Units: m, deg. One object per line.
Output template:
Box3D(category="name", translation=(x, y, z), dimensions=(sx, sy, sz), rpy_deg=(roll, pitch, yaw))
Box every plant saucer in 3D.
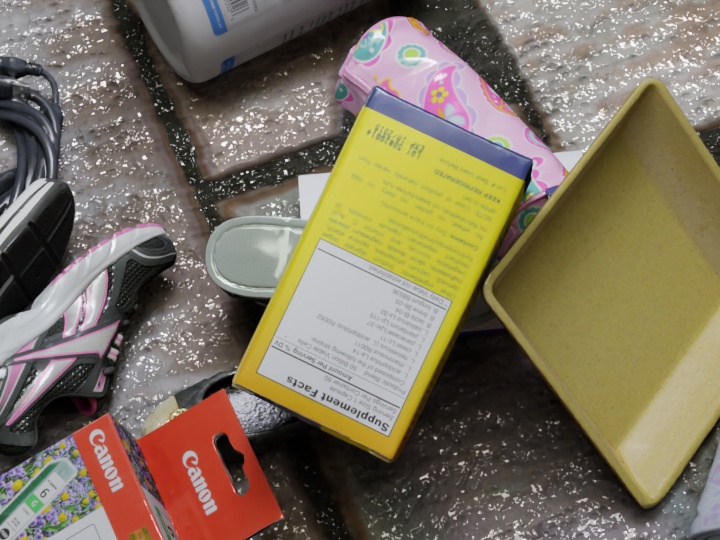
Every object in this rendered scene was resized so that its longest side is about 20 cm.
Box3D(category="plant saucer", translation=(0.171, 0.015, 1.374), dimensions=(0.048, 0.200, 0.200), rpy_deg=(-2, 42, 54))

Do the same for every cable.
Box3D(category="cable", translation=(-0.313, -0.081, 1.538), dimensions=(0.199, 0.051, 0.164), rpy_deg=(0, 61, 0))

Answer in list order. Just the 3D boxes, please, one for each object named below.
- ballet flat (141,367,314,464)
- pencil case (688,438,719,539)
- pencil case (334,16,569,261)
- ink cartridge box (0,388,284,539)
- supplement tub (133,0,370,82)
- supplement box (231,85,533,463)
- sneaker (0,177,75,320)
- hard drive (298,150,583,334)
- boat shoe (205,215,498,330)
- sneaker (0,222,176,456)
Box3D(category="ballet flat", translation=(-0.047, 0.077, 1.398), dimensions=(0.199, 0.057, 0.067), rpy_deg=(-16, 60, -5))
Box3D(category="pencil case", translation=(0.270, 0.107, 1.336), dimensions=(0.090, 0.083, 0.201), rpy_deg=(7, 55, 25))
Box3D(category="pencil case", translation=(0.065, -0.083, 1.449), dimensions=(0.087, 0.088, 0.200), rpy_deg=(-30, 59, -15))
Box3D(category="ink cartridge box", translation=(-0.159, 0.154, 1.334), dimensions=(0.199, 0.050, 0.109), rpy_deg=(-30, 58, 2))
Box3D(category="supplement tub", translation=(-0.064, -0.233, 1.565), dimensions=(0.199, 0.132, 0.132), rpy_deg=(-27, 58, -14))
Box3D(category="supplement box", translation=(0.016, 0.005, 1.322), dimensions=(0.108, 0.110, 0.201), rpy_deg=(26, 88, 5))
Box3D(category="sneaker", translation=(-0.288, 0.000, 1.452), dimensions=(0.115, 0.076, 0.201), rpy_deg=(29, 71, 21))
Box3D(category="hard drive", translation=(0.060, -0.016, 1.471), dimensions=(0.199, 0.025, 0.132), rpy_deg=(-5, 56, 1))
Box3D(category="boat shoe", translation=(0.000, 0.000, 1.411), dimensions=(0.199, 0.060, 0.076), rpy_deg=(13, 85, 9))
Box3D(category="sneaker", translation=(-0.191, 0.052, 1.429), dimensions=(0.200, 0.080, 0.086), rpy_deg=(-41, 93, -29))
